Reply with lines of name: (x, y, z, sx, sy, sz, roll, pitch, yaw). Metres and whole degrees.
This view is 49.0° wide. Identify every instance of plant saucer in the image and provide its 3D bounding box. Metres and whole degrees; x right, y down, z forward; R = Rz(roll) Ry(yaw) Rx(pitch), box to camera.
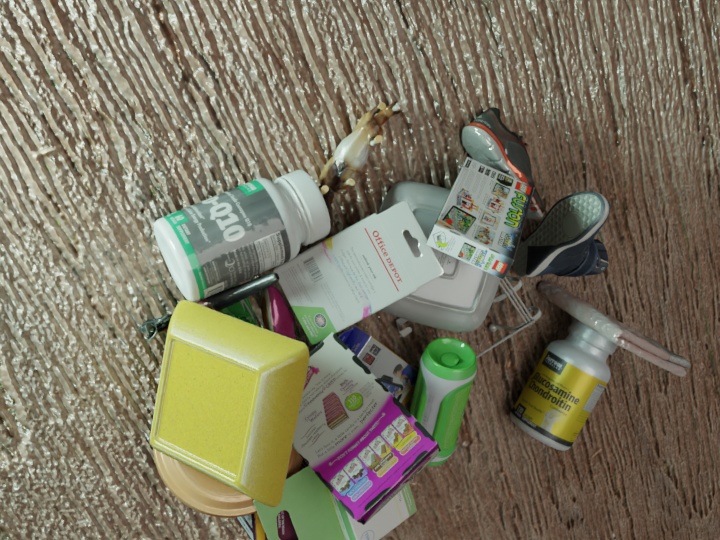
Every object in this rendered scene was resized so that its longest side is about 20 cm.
plant saucer: (-0.169, 0.219, 1.037, 0.200, 0.032, 0.201, 8, 64, -16)
plant saucer: (-0.169, 0.156, 0.920, 0.048, 0.200, 0.200, -5, 109, -60)

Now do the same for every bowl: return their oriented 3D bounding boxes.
bowl: (0.112, -0.018, 1.123, 0.199, 0.075, 0.200, 16, 91, -7)

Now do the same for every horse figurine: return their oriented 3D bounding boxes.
horse figurine: (-0.009, -0.151, 1.055, 0.050, 0.133, 0.200, 32, 95, -9)

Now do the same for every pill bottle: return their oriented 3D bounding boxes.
pill bottle: (-0.147, -0.049, 0.999, 0.200, 0.113, 0.113, -26, 113, -20)
pill bottle: (0.340, 0.186, 1.303, 0.112, 0.112, 0.200, 25, 95, -30)

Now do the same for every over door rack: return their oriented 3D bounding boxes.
over door rack: (0.163, 0.071, 1.224, 0.200, 0.067, 0.148, -38, 116, -1)

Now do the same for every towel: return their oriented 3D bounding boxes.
towel: (0.406, 0.091, 1.272, 0.191, 0.200, 0.032, 25, 98, -30)

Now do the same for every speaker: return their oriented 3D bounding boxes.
speaker: (0.117, 0.199, 1.181, 0.088, 0.088, 0.200, -11, 129, -25)

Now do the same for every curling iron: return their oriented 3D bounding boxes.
curling iron: (-0.191, 0.047, 0.993, 0.200, 0.050, 0.026, -21, 100, 10)

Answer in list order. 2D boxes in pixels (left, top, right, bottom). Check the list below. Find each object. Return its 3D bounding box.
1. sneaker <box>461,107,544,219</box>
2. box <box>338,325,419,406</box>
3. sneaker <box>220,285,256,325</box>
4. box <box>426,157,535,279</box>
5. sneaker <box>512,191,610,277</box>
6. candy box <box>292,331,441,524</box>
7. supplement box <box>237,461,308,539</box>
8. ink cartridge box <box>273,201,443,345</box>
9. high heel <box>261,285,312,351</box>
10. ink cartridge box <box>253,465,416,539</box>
sneaker: (0.235, -0.163, 1.195, 0.082, 0.077, 0.200, -51, 122, -19)
box: (0.008, 0.162, 1.136, 0.119, 0.041, 0.200, -57, 142, -6)
sneaker: (-0.148, 0.095, 1.004, 0.074, 0.200, 0.084, 12, 138, -33)
box: (0.166, -0.076, 1.063, 0.110, 0.200, 0.035, 25, 128, 4)
sneaker: (0.351, -0.053, 1.231, 0.146, 0.202, 0.077, 3, 61, -28)
candy box: (-0.016, 0.197, 0.995, 0.136, 0.200, 0.061, -41, 157, -8)
supplement box: (-0.074, 0.311, 1.128, 0.200, 0.110, 0.086, -8, 107, -25)
ink cartridge box: (0.000, 0.000, 1.052, 0.200, 0.067, 0.117, -28, 91, 8)
high heel: (-0.076, 0.097, 1.093, 0.096, 0.067, 0.200, -18, 115, -12)
ink cartridge box: (-0.028, 0.313, 1.051, 0.200, 0.048, 0.146, -29, 116, -28)
